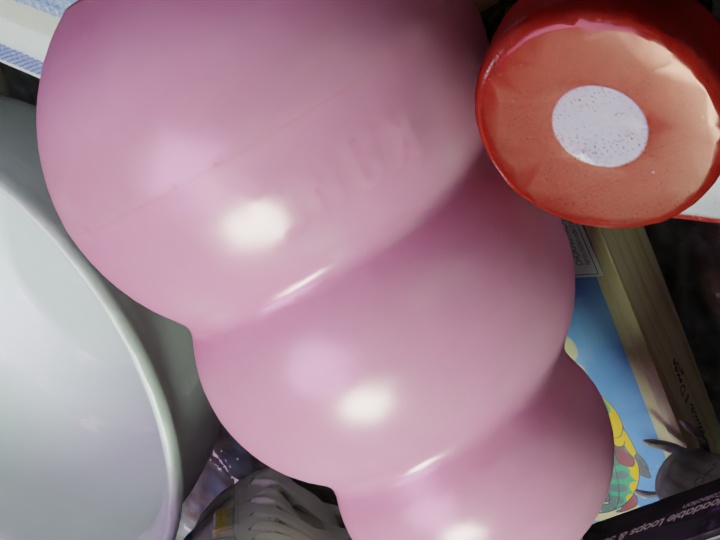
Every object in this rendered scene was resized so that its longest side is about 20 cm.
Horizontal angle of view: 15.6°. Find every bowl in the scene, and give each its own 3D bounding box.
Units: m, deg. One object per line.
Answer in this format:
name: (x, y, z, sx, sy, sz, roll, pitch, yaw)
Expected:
bowl: (-0.117, 0.013, 0.939, 0.200, 0.090, 0.202, 24, 134, 27)

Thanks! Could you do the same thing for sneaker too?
sneaker: (-0.033, 0.108, 0.897, 0.076, 0.081, 0.200, 31, 165, -9)

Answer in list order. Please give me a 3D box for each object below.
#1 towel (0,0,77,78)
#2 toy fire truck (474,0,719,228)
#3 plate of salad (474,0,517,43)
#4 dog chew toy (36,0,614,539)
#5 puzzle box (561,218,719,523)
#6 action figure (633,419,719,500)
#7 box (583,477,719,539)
towel: (-0.130, -0.119, 0.765, 0.146, 0.024, 0.200, 22, 160, 31)
toy fire truck: (0.120, -0.092, 0.644, 0.167, 0.112, 0.201, 8, 128, 15)
plate of salad: (-0.011, -0.057, 0.823, 0.199, 0.048, 0.201, 23, 134, 26)
dog chew toy: (0.000, 0.000, 0.702, 0.124, 0.124, 0.201, -21, 102, 48)
puzzle box: (0.041, 0.036, 0.821, 0.132, 0.025, 0.201, -2, 130, 32)
action figure: (0.167, 0.102, 0.761, 0.199, 0.069, 0.131, 30, 127, 12)
box: (0.159, 0.133, 0.713, 0.143, 0.036, 0.200, -26, 110, 43)
